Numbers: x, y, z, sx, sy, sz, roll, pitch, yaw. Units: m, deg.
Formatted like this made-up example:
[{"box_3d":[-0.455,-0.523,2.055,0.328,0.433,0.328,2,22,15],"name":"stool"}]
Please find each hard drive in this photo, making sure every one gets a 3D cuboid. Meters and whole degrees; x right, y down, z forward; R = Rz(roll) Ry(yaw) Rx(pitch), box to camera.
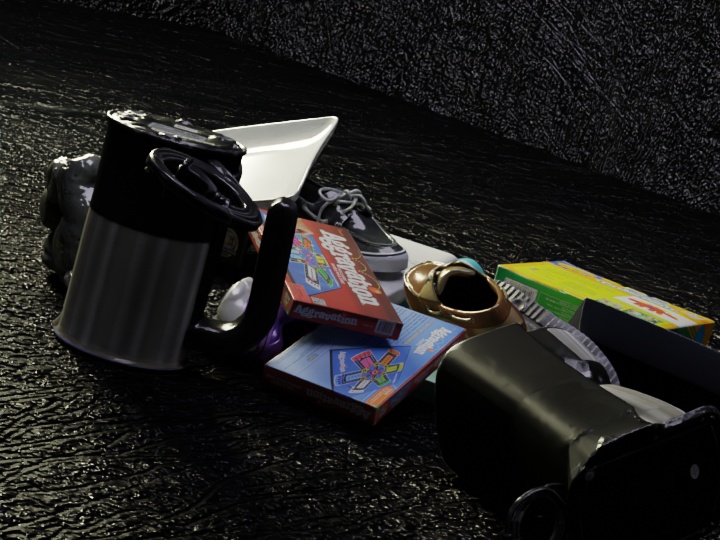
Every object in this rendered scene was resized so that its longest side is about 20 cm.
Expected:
[{"box_3d":[0.296,0.096,1.763,0.200,0.042,0.135,24,-17,3],"name":"hard drive"},{"box_3d":[0.000,0.000,1.885,0.132,0.026,0.200,19,23,24],"name":"hard drive"}]

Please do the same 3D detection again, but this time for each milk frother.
[{"box_3d":[-0.157,-0.013,1.407,0.180,0.189,0.200,19,12,17],"name":"milk frother"}]

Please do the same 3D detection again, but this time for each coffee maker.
[{"box_3d":[0.137,0.124,1.310,0.192,0.135,0.200,8,13,-33],"name":"coffee maker"}]

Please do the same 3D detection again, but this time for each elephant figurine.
[{"box_3d":[-0.183,-0.043,1.636,0.200,0.156,0.141,2,-6,-23],"name":"elephant figurine"}]

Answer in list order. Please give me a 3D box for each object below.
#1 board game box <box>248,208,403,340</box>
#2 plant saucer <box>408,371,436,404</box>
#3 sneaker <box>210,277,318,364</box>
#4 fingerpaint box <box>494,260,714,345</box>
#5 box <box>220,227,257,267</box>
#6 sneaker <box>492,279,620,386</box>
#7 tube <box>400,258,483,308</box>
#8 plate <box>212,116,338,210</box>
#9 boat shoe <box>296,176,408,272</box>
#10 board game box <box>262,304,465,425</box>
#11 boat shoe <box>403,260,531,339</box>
[{"box_3d":[-0.036,0.000,1.592,0.103,0.019,0.200,14,20,-22],"name":"board game box"},{"box_3d":[0.064,0.089,1.650,0.200,0.027,0.200,16,11,-3],"name":"plant saucer"},{"box_3d":[-0.070,0.047,1.601,0.083,0.081,0.200,35,21,8],"name":"sneaker"},{"box_3d":[0.261,0.058,1.967,0.200,0.074,0.167,23,14,28],"name":"fingerpaint box"},{"box_3d":[-0.140,-0.052,2.002,0.160,0.044,0.200,23,13,27],"name":"box"},{"box_3d":[0.182,0.088,1.737,0.200,0.070,0.082,44,-15,36],"name":"sneaker"},{"box_3d":[0.061,0.019,1.954,0.077,0.051,0.200,17,15,36],"name":"tube"},{"box_3d":[-0.135,-0.101,1.904,0.199,0.032,0.200,-6,27,17],"name":"plate"},{"box_3d":[-0.024,-0.057,1.889,0.073,0.068,0.199,-8,27,-39],"name":"boat shoe"},{"box_3d":[0.007,0.072,1.529,0.103,0.019,0.200,18,23,19],"name":"board game box"},{"box_3d":[0.097,0.025,1.688,0.076,0.074,0.200,-32,29,-14],"name":"boat shoe"}]
